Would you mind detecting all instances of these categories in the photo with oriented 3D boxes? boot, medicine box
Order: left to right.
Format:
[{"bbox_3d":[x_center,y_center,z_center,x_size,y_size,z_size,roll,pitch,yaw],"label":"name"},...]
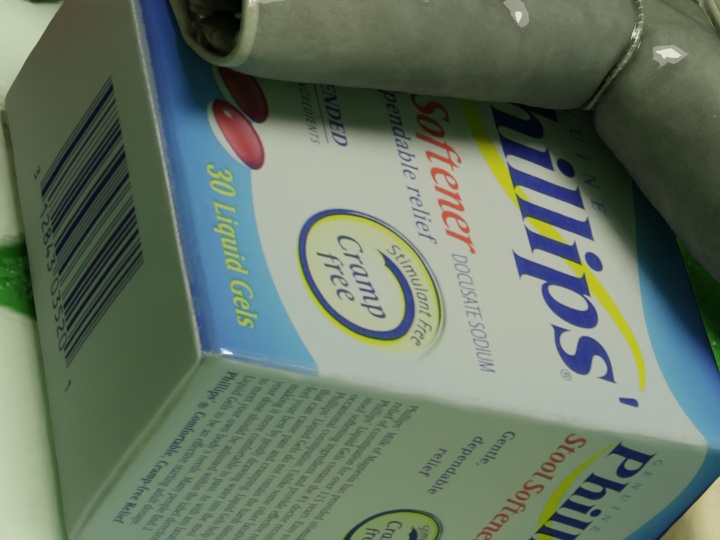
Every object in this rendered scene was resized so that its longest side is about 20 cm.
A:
[{"bbox_3d":[0.000,0.000,0.920,0.199,0.103,0.183,11,47,-30],"label":"medicine box"},{"bbox_3d":[0.045,-0.065,0.879,0.199,0.073,0.182,12,33,-39],"label":"boot"}]

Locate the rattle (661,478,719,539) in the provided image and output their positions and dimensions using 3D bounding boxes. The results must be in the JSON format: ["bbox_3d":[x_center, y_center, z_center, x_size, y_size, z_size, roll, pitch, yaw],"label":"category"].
[{"bbox_3d":[0.169,0.104,0.934,0.131,0.142,0.200,59,33,-6],"label":"rattle"}]
